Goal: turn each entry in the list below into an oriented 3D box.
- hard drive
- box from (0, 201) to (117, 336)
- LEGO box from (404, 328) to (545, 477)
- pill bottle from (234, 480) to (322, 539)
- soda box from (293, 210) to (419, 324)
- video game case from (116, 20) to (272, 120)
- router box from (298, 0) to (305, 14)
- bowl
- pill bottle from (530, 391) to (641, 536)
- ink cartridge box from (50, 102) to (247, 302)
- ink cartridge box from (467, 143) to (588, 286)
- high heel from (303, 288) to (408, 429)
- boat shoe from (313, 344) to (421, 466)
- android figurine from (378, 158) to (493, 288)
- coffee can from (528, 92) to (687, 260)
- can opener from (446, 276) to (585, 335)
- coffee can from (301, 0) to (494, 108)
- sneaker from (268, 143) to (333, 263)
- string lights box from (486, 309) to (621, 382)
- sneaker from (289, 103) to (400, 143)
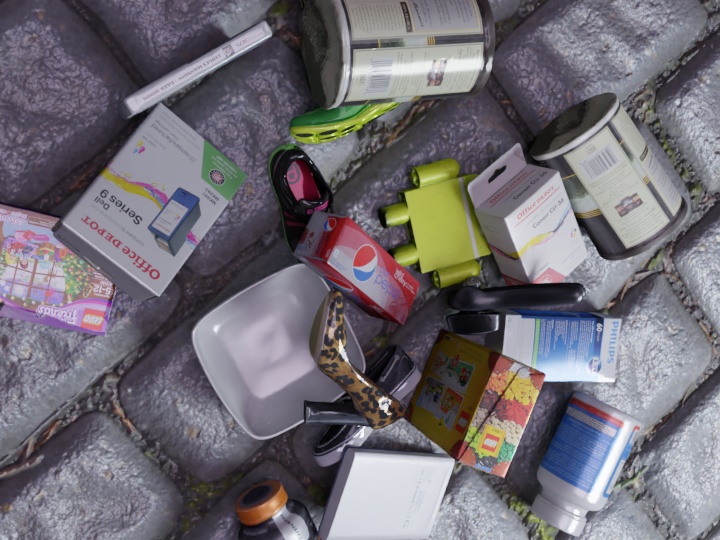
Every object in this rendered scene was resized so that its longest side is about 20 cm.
[{"bbox_3d":[0.041,0.323,1.193,0.200,0.025,0.132,14,97,-40],"label":"hard drive"},{"bbox_3d":[-0.406,-0.005,1.047,0.200,0.039,0.137,13,93,-19],"label":"box"},{"bbox_3d":[0.153,0.178,1.161,0.077,0.200,0.149,23,90,-18],"label":"LEGO box"},{"bbox_3d":[-0.103,0.393,1.153,0.106,0.106,0.200,-26,104,-13],"label":"pill bottle"},{"bbox_3d":[0.000,0.000,1.112,0.200,0.063,0.070,40,69,-47],"label":"soda box"},{"bbox_3d":[-0.206,-0.236,0.999,0.182,0.200,0.023,-33,106,-11],"label":"video game case"},{"bbox_3d":[0.010,-0.395,1.122,0.200,0.062,0.150,-21,103,-14],"label":"router box"},{"bbox_3d":[-0.115,0.106,1.134,0.200,0.075,0.200,-31,104,-13],"label":"bowl"},{"bbox_3d":[0.340,0.298,1.280,0.112,0.112,0.200,27,87,-18],"label":"pill bottle"},{"bbox_3d":[-0.260,-0.082,1.034,0.145,0.087,0.200,41,68,-18],"label":"ink cartridge box"},{"bbox_3d":[0.242,-0.069,1.196,0.116,0.067,0.200,-41,123,-17],"label":"ink cartridge box"},{"bbox_3d":[0.004,0.116,1.092,0.142,0.071,0.200,3,112,-12],"label":"high heel"},{"bbox_3d":[-0.002,0.188,1.181,0.200,0.072,0.068,-43,108,-11],"label":"boat shoe"},{"bbox_3d":[0.129,-0.070,1.210,0.200,0.041,0.183,-14,100,-14],"label":"android figurine"},{"bbox_3d":[0.363,-0.137,1.220,0.146,0.146,0.200,-41,106,-9],"label":"coffee can"},{"bbox_3d":[0.218,0.040,1.180,0.200,0.063,0.079,-10,104,19],"label":"can opener"},{"bbox_3d":[0.044,-0.283,1.034,0.200,0.146,0.147,-9,99,-21],"label":"coffee can"},{"bbox_3d":[-0.069,-0.073,1.122,0.077,0.084,0.200,-27,103,-12],"label":"sneaker"},{"bbox_3d":[0.295,0.115,1.273,0.199,0.059,0.103,3,96,-18],"label":"string lights box"},{"bbox_3d":[-0.016,-0.236,1.134,0.200,0.074,0.084,-30,90,-17],"label":"sneaker"}]
